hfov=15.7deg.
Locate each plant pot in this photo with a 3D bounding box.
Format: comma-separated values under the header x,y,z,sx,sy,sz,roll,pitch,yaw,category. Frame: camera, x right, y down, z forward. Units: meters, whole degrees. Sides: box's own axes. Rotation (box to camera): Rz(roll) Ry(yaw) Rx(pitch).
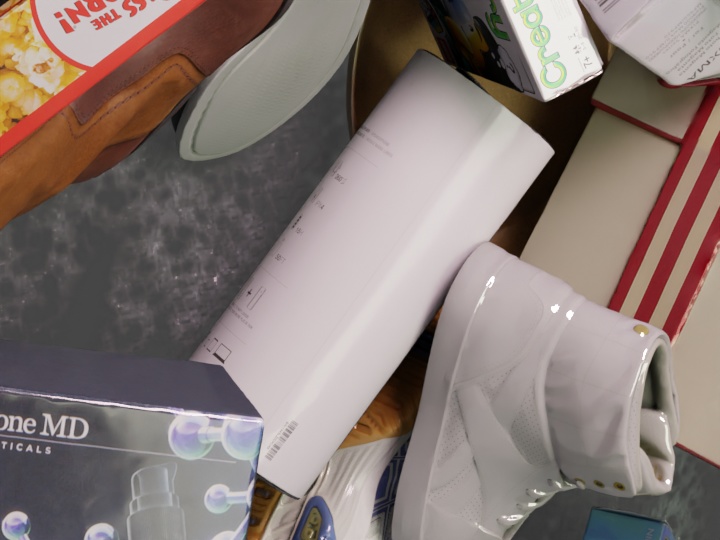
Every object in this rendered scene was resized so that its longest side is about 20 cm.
x,y,z,sx,sy,sz,roll,pitch,yaw,category
0.066,-0.097,1.267,0.199,0.027,0.202,-11,108,-36,plant pot

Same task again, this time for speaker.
x,y,z,sx,sy,sz,roll,pitch,yaw,category
0.000,0.000,1.181,0.081,0.081,0.201,36,90,-39,speaker

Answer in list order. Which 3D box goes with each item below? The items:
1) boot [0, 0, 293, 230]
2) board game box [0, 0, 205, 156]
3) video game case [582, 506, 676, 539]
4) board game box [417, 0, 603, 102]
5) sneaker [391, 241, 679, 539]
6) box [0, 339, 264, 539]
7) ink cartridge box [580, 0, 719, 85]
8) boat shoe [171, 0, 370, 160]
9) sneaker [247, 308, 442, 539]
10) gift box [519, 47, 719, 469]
x,y,z,sx,sy,sz,roll,pitch,yaw,category
-0.119,-0.071,1.012,0.069,0.188,0.200,49,44,-2,boot
-0.150,-0.100,0.973,0.200,0.152,0.046,-37,125,-2,board game box
0.133,0.246,1.343,0.181,0.045,0.201,51,54,-58,video game case
0.032,-0.176,1.128,0.034,0.126,0.201,-29,109,-11,board game box
0.083,0.094,1.195,0.074,0.115,0.201,-45,152,-47,sneaker
-0.133,0.137,1.085,0.147,0.107,0.202,7,98,-14,box
0.123,-0.151,1.200,0.057,0.163,0.200,-37,155,10,ink cartridge box
-0.033,-0.128,1.117,0.075,0.061,0.200,-9,148,-45,boat shoe
0.000,0.092,1.249,0.201,0.075,0.088,-58,146,-9,sneaker
0.190,0.000,1.262,0.188,0.184,0.200,-62,151,-1,gift box
